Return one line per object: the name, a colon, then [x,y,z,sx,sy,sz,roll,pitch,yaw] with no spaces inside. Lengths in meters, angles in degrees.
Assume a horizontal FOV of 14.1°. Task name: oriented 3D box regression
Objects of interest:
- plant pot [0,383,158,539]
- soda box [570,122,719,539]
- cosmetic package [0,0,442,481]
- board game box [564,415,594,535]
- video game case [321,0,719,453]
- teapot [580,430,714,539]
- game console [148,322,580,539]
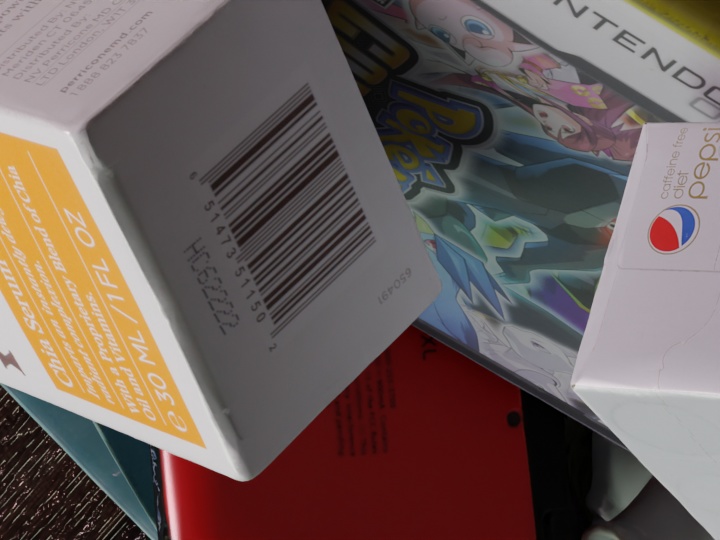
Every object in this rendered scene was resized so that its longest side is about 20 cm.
plant pot: [-0.046,-0.039,0.983,0.141,0.200,0.142,41,164,35]
soda box: [0.123,0.044,0.637,0.068,0.064,0.200,2,152,34]
cosmetic package: [-0.085,-0.033,0.683,0.199,0.071,0.102,17,142,45]
board game box: [0.066,0.050,1.002,0.201,0.032,0.121,-73,-30,-50]
video game case: [0.043,-0.025,0.678,0.180,0.026,0.200,30,155,-12]
teapot: [0.145,0.087,0.959,0.200,0.146,0.197,42,178,-19]
game console: [0.000,0.000,0.836,0.119,0.171,0.201,160,105,-65]
